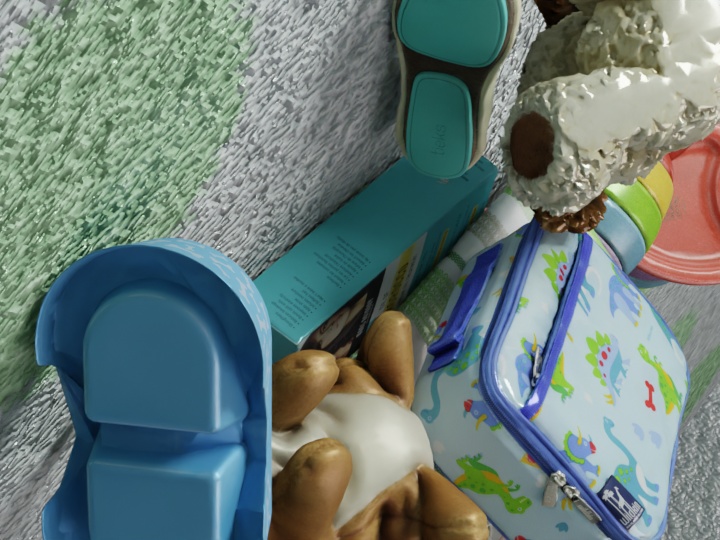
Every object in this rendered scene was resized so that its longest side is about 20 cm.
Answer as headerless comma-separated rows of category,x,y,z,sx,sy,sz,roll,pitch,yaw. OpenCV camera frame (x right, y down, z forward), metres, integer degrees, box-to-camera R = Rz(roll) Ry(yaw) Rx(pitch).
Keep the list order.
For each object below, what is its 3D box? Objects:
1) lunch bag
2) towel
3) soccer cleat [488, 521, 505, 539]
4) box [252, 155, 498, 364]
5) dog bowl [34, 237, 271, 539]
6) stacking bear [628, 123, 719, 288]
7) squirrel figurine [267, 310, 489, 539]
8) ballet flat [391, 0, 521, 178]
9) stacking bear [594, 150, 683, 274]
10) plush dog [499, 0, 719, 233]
lunch bag,0.114,0.068,1.196,0.082,0.161,0.200,-32,-162,33
towel,0.087,0.042,1.306,0.200,0.031,0.149,-49,134,-15
soccer cleat,0.077,0.158,1.245,0.200,0.085,0.069,-35,119,-42
box,0.000,0.000,1.238,0.200,0.049,0.082,-41,160,-36
dog bowl,-0.093,0.076,0.980,0.050,0.111,0.200,-53,145,-67
stacking bear,0.214,-0.037,1.610,0.114,0.122,0.200,-9,176,-12
squirrel figurine,-0.066,0.122,1.110,0.187,0.142,0.200,-6,158,-30
ballet flat,0.052,-0.128,1.114,0.069,0.069,0.200,-44,164,-27
stacking bear,0.168,-0.066,1.448,0.200,0.114,0.121,-53,164,-15
plush dog,0.147,-0.112,1.171,0.172,0.160,0.200,154,-56,-71
